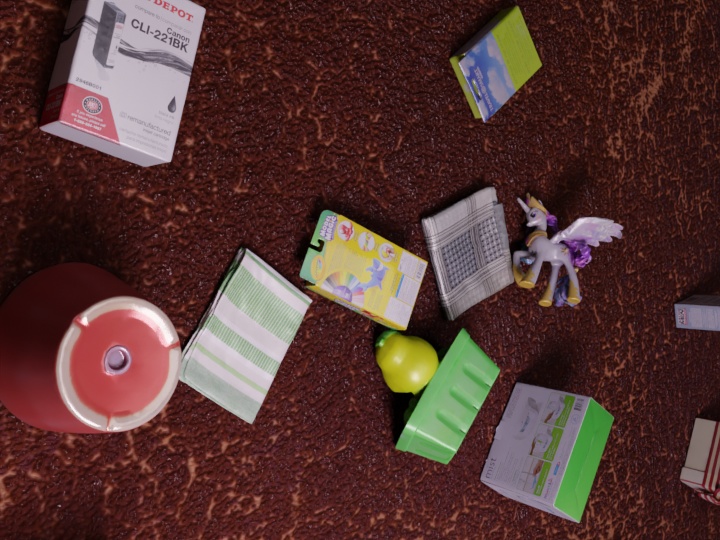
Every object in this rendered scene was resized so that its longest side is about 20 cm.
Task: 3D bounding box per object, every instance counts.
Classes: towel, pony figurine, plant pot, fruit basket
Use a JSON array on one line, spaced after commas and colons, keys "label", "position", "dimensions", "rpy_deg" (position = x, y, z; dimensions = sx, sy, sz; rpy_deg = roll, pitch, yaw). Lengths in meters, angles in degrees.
[{"label": "towel", "position": [0.200, -0.034, 1.394], "dimensions": [0.198, 0.034, 0.197], "rpy_deg": [-27, 108, -36]}, {"label": "pony figurine", "position": [0.369, -0.035, 1.463], "dimensions": [0.189, 0.167, 0.204], "rpy_deg": [17, 62, -12]}, {"label": "plant pot", "position": [-0.303, 0.095, 0.892], "dimensions": [0.197, 0.175, 0.206], "rpy_deg": [-2, 92, -38]}, {"label": "towel", "position": [-0.160, 0.092, 1.108], "dimensions": [0.152, 0.023, 0.203], "rpy_deg": [39, 68, -35]}, {"label": "fruit basket", "position": [0.103, 0.183, 1.282], "dimensions": [0.210, 0.156, 0.221], "rpy_deg": [2, 65, -4]}]

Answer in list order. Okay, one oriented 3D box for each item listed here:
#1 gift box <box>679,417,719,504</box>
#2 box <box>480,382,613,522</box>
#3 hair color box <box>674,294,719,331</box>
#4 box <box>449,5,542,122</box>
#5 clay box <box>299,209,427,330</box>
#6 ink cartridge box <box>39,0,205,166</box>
[{"label": "gift box", "position": [0.906, 0.483, 1.900], "dimensions": [0.183, 0.198, 0.191], "rpy_deg": [28, 76, -31]}, {"label": "box", "position": [0.337, 0.325, 1.431], "dimensions": [0.096, 0.175, 0.203], "rpy_deg": [36, 70, -33]}, {"label": "hair color box", "position": [0.849, 0.100, 1.829], "dimensions": [0.098, 0.198, 0.062], "rpy_deg": [-15, 101, -37]}, {"label": "box", "position": [0.239, -0.367, 1.402], "dimensions": [0.200, 0.047, 0.123], "rpy_deg": [-45, 118, -28]}, {"label": "clay box", "position": [0.000, 0.000, 1.205], "dimensions": [0.197, 0.047, 0.117], "rpy_deg": [27, 74, -23]}, {"label": "ink cartridge box", "position": [-0.285, -0.248, 0.951], "dimensions": [0.142, 0.083, 0.205], "rpy_deg": [17, 81, -38]}]
